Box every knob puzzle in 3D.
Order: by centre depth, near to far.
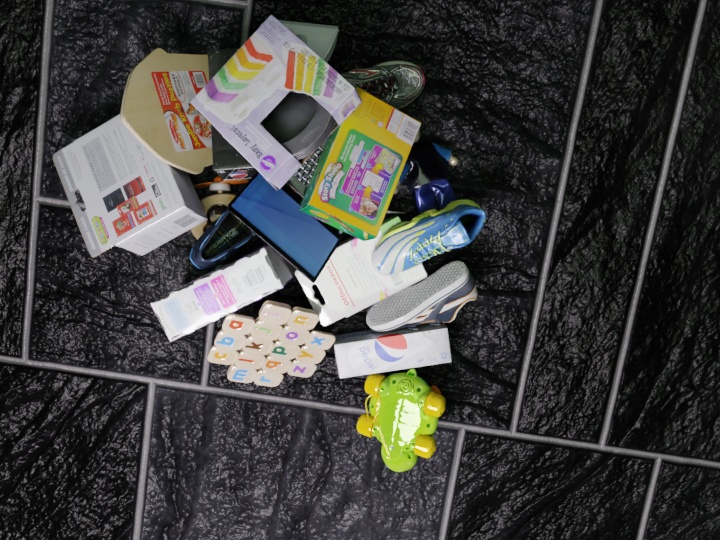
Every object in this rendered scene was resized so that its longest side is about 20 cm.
[{"bbox_3d":[-0.296,-0.248,0.942,0.030,0.219,0.221,-9,101,37],"label":"knob puzzle"}]

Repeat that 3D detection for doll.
[{"bbox_3d":[0.108,-0.153,1.008,0.136,0.048,0.201,-22,96,-15],"label":"doll"}]

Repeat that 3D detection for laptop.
[{"bbox_3d":[-0.071,-0.121,0.924,0.177,0.103,0.200,41,101,-14],"label":"laptop"}]

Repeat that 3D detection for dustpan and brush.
[{"bbox_3d":[-0.123,-0.304,0.936,0.139,0.057,0.201,13,91,19],"label":"dustpan and brush"}]

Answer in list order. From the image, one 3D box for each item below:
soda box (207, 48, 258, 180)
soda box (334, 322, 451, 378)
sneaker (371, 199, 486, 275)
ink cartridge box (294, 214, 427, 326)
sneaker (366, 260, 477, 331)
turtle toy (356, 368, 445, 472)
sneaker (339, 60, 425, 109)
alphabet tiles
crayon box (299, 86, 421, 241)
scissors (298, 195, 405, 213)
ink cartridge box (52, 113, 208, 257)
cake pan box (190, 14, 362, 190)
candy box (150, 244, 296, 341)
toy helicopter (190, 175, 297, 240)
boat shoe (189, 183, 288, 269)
[{"bbox_3d":[-0.204,-0.252,0.966,0.070,0.063,0.201,-4,83,0],"label":"soda box"},{"bbox_3d":[0.056,0.137,1.047,0.199,0.068,0.064,-8,99,2],"label":"soda box"},{"bbox_3d":[0.111,-0.055,0.938,0.200,0.105,0.076,-33,100,-8],"label":"sneaker"},{"bbox_3d":[0.000,0.000,1.026,0.199,0.067,0.117,-26,99,3],"label":"ink cartridge box"},{"bbox_3d":[0.110,0.064,1.028,0.200,0.079,0.079,-28,126,18],"label":"sneaker"},{"bbox_3d":[0.076,0.265,1.050,0.145,0.101,0.201,15,102,21],"label":"turtle toy"},{"bbox_3d":[0.009,-0.291,0.974,0.199,0.075,0.081,-13,108,0],"label":"sneaker"},{"bbox_3d":[-0.151,0.129,1.015,0.195,0.015,0.200,13,129,-26],"label":"alphabet tiles"},{"bbox_3d":[0.000,-0.161,0.913,0.118,0.058,0.201,25,81,-18],"label":"crayon box"},{"bbox_3d":[-0.027,-0.106,1.000,0.199,0.073,0.014,-2,59,11],"label":"scissors"},{"bbox_3d":[-0.375,-0.136,0.967,0.175,0.084,0.201,-27,77,5],"label":"ink cartridge box"},{"bbox_3d":[-0.124,-0.247,0.880,0.184,0.052,0.200,-45,73,5],"label":"cake pan box"},{"bbox_3d":[-0.216,0.027,0.980,0.199,0.168,0.072,-26,97,4],"label":"candy box"},{"bbox_3d":[-0.200,-0.116,1.018,0.199,0.079,0.133,-28,89,-6],"label":"toy helicopter"},{"bbox_3d":[-0.182,-0.073,0.948,0.084,0.069,0.200,41,75,-16],"label":"boat shoe"}]
